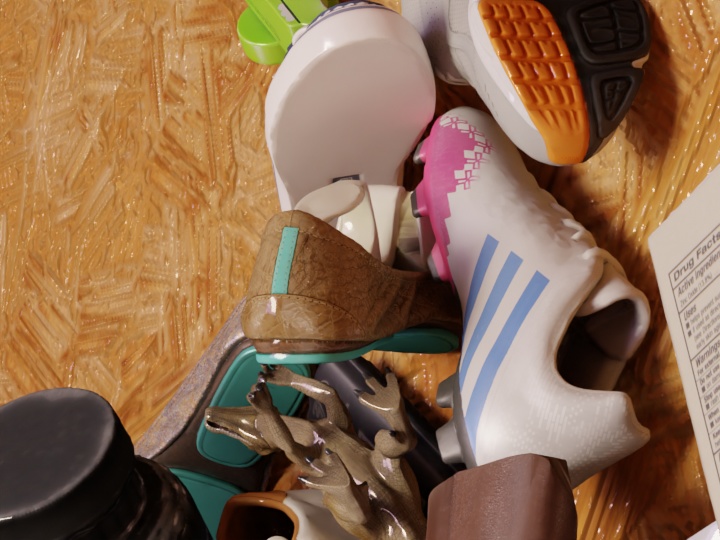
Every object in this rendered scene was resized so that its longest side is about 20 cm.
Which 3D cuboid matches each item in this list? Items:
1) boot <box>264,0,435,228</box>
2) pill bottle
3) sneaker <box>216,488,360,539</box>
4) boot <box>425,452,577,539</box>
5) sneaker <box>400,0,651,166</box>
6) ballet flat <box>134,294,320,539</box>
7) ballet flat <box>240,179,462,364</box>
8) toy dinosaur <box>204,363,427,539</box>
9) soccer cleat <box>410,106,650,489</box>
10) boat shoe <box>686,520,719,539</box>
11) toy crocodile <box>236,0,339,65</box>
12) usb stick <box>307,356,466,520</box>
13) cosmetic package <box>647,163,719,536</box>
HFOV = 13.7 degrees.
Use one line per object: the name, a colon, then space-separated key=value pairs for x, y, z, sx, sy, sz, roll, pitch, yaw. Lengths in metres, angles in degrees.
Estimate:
boot: x=-0.012 y=-0.080 z=1.292 sx=0.200 sy=0.072 sz=0.091 roll=101 pitch=162 yaw=-62
pill bottle: x=-0.110 y=0.154 z=1.333 sx=0.112 sy=0.112 sz=0.200 roll=46 pitch=163 yaw=55
sneaker: x=-0.006 y=0.160 z=1.269 sx=0.200 sy=0.084 sz=0.073 roll=48 pitch=124 yaw=52
boot: x=0.057 y=0.138 z=1.027 sx=0.186 sy=0.064 sz=0.201 roll=137 pitch=148 yaw=-58
sneaker: x=0.060 y=-0.098 z=1.233 sx=0.200 sy=0.075 sz=0.092 roll=-105 pitch=26 yaw=-47
ballet flat: x=-0.069 y=0.079 z=1.440 sx=0.200 sy=0.068 sz=0.067 roll=-51 pitch=22 yaw=36
ballet flat: x=0.000 y=0.000 z=1.217 sx=0.068 sy=0.200 sz=0.073 roll=0 pitch=90 yaw=19
toy dinosaur: x=0.007 y=0.092 z=1.221 sx=0.200 sy=0.058 sz=0.101 roll=43 pitch=164 yaw=35
soccer cleat: x=0.074 y=0.007 z=1.192 sx=0.086 sy=0.070 sz=0.200 roll=-23 pitch=46 yaw=20
boat shoe: x=0.119 y=0.146 z=1.077 sx=0.067 sy=0.073 sz=0.200 roll=55 pitch=139 yaw=16
toy crocodile: x=-0.051 y=-0.157 z=1.455 sx=0.200 sy=0.062 sz=0.068 roll=52 pitch=168 yaw=50
usb stick: x=0.027 y=0.095 z=1.277 sx=0.200 sy=0.033 sz=0.056 roll=-137 pitch=49 yaw=-56
cosmetic package: x=0.171 y=0.055 z=0.962 sx=0.103 sy=0.087 sz=0.201 roll=-47 pitch=46 yaw=49
